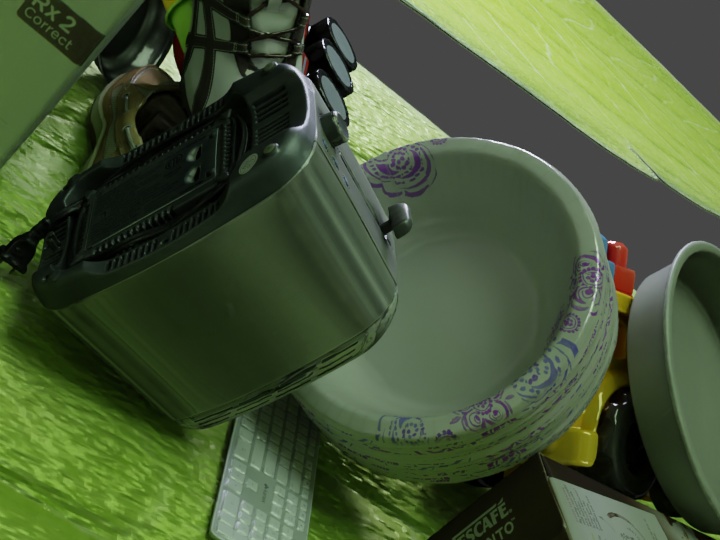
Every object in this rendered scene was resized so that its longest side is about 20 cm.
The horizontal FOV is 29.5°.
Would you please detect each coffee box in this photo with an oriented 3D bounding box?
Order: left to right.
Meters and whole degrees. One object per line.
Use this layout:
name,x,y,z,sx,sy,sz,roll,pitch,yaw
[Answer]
coffee box,0.139,0.197,0.804,0.200,0.113,0.080,29,31,-36

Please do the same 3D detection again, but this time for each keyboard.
keyboard,-0.049,0.099,0.778,0.056,0.011,0.200,39,24,-17

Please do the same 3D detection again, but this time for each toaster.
toaster,-0.074,-0.003,0.707,0.129,0.199,0.114,52,18,-32

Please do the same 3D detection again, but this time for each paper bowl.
paper bowl,0.052,0.029,0.809,0.201,0.200,0.104,63,3,35

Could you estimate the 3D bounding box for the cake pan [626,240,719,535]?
cake pan,0.229,0.082,0.888,0.200,0.037,0.201,28,54,-47

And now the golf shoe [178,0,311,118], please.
golf shoe,-0.065,-0.147,0.813,0.077,0.094,0.201,-6,76,-29

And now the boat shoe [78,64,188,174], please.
boat shoe,-0.128,-0.088,0.864,0.072,0.076,0.200,34,25,-22

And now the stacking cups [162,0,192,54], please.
stacking cups,-0.084,-0.118,0.876,0.060,0.060,0.201,5,62,-57

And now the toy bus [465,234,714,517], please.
toy bus,0.157,0.063,0.928,0.200,0.135,0.193,22,72,-46

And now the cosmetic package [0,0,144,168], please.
cosmetic package,-0.197,-0.183,0.744,0.165,0.200,0.165,39,24,-14

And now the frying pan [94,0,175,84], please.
frying pan,-0.165,-0.182,0.909,0.031,0.115,0.190,21,4,16

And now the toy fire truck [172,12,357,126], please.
toy fire truck,-0.081,-0.195,0.983,0.200,0.128,0.176,56,18,-23
